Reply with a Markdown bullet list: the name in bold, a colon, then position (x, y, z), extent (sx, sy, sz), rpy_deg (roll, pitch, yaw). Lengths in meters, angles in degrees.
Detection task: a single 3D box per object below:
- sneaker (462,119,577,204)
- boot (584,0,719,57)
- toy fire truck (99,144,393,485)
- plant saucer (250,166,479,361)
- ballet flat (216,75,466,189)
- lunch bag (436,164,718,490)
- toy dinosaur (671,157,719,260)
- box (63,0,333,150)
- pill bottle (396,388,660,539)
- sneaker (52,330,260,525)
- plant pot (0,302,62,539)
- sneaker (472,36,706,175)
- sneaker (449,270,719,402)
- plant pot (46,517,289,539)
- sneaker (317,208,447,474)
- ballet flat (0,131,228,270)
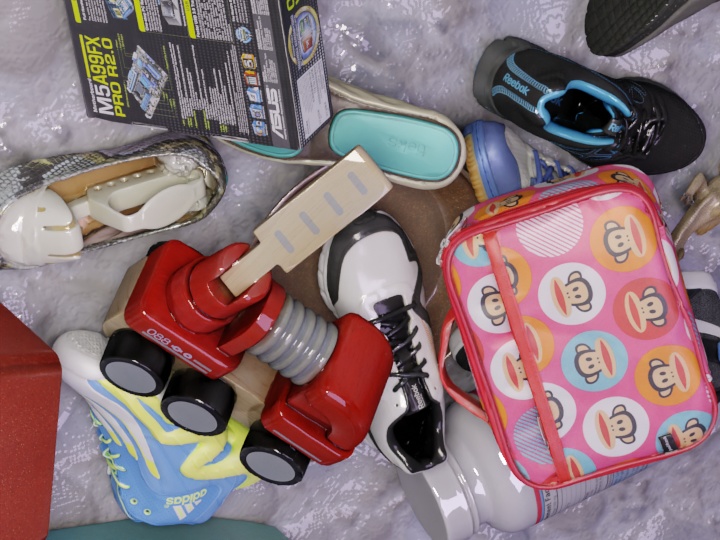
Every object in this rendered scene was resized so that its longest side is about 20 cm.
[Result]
- **sneaker**: position (0.144, -0.051, 1.693), extent (0.088, 0.075, 0.200), rpy_deg (-19, 142, 25)
- **boot**: position (0.255, -0.190, 1.642), extent (0.130, 0.068, 0.200), rpy_deg (14, 146, -32)
- **toy fire truck**: position (-0.041, 0.025, 1.542), extent (0.176, 0.200, 0.129), rpy_deg (35, 56, -19)
- **plant saucer**: position (0.000, 0.000, 1.684), extent (0.200, 0.037, 0.201), rpy_deg (-12, 120, -22)
- **ballet flat**: position (-0.028, -0.100, 1.591), extent (0.200, 0.069, 0.070), rpy_deg (19, 107, -9)
- **lunch bag**: position (0.135, 0.040, 1.629), extent (0.176, 0.082, 0.200), rpy_deg (-17, 104, 9)
- **toy dinosaur**: position (0.281, -0.066, 1.792), extent (0.200, 0.058, 0.101), rpy_deg (-30, 154, -30)
- **box**: position (-0.106, -0.177, 1.459), extent (0.044, 0.160, 0.200), rpy_deg (-47, 137, -46)
- **pill bottle**: position (0.131, 0.124, 1.775), extent (0.200, 0.109, 0.109), rpy_deg (-24, 125, -14)
- **sneaker**: position (-0.148, 0.119, 1.644), extent (0.200, 0.076, 0.105), rpy_deg (32, 99, -37)
- **plant pot**: position (-0.295, 0.098, 1.494), extent (0.176, 0.200, 0.200), rpy_deg (-11, 121, -35)
- **sneaker**: position (0.171, -0.100, 1.693), extent (0.200, 0.082, 0.073), rpy_deg (13, 106, -34)
- **sneaker**: position (0.170, 0.069, 1.702), extent (0.200, 0.112, 0.073), rpy_deg (-11, 155, -10)
- **plant pot**: position (-0.126, 0.258, 1.696), extent (0.200, 0.141, 0.142), rpy_deg (-9, 120, -32)
- **sneaker**: position (0.025, 0.050, 1.655), extent (0.074, 0.080, 0.200), rpy_deg (-22, 122, -14)
- **ballet flat**: position (-0.175, -0.040, 1.549), extent (0.200, 0.072, 0.072), rpy_deg (-18, 123, -19)
